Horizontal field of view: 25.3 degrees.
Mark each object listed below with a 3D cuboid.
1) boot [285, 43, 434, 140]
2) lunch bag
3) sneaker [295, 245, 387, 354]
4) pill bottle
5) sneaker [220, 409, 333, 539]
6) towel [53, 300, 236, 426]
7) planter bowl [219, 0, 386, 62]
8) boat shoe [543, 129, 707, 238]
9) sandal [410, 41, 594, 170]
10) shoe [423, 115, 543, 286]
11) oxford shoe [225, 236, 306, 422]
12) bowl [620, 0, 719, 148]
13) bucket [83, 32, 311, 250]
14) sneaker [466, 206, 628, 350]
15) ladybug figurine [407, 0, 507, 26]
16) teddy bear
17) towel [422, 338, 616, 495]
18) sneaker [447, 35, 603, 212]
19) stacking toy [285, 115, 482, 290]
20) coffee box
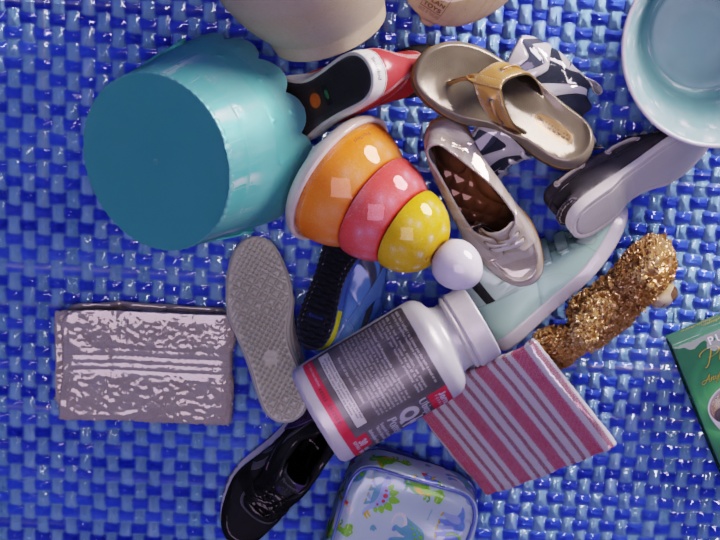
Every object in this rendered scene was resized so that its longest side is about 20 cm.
[{"bbox_3d":[-0.011,-0.180,1.640,0.199,0.144,0.073,-17,90,42],"label":"boot"},{"bbox_3d":[0.040,0.305,1.768,0.160,0.083,0.201,16,105,-4],"label":"lunch bag"},{"bbox_3d":[0.000,0.000,1.702,0.078,0.066,0.201,19,94,-48],"label":"sneaker"},{"bbox_3d":[0.039,0.101,1.645,0.199,0.111,0.111,-31,104,0],"label":"pill bottle"},{"bbox_3d":[-0.091,0.226,1.742,0.075,0.088,0.201,34,103,-9],"label":"sneaker"},{"bbox_3d":[-0.233,0.102,1.736,0.198,0.035,0.134,3,107,-2],"label":"towel"},{"bbox_3d":[-0.049,-0.289,1.556,0.199,0.201,0.135,-18,124,5],"label":"planter bowl"},{"bbox_3d":[0.279,-0.109,1.654,0.199,0.060,0.074,-35,145,-9],"label":"boat shoe"},{"bbox_3d":[0.146,-0.166,1.567,0.199,0.054,0.081,29,76,-6],"label":"sandal"},{"bbox_3d":[0.120,-0.060,1.606,0.070,0.053,0.201,-28,108,17],"label":"shoe"},{"bbox_3d":[-0.099,0.064,1.716,0.075,0.058,0.202,-14,91,2],"label":"oxford shoe"},{"bbox_3d":[0.352,-0.231,1.607,0.199,0.105,0.202,0,105,-1],"label":"bowl"},{"bbox_3d":[-0.166,-0.122,1.582,0.206,0.135,0.209,10,112,28],"label":"bucket"},{"bbox_3d":[0.181,-0.022,1.682,0.118,0.074,0.200,44,100,-8],"label":"sneaker"},{"bbox_3d":[0.111,-0.335,1.594,0.135,0.072,0.201,31,103,-9],"label":"ladybug figurine"},{"bbox_3d":[0.258,0.047,1.667,0.200,0.145,0.067,-39,70,11],"label":"teddy bear"},{"bbox_3d":[0.159,0.156,1.704,0.199,0.030,0.147,-28,106,43],"label":"towel"},{"bbox_3d":[0.179,-0.127,1.648,0.129,0.079,0.200,26,94,2],"label":"sneaker"},{"bbox_3d":[0.037,-0.045,1.580,0.200,0.146,0.147,39,104,21],"label":"stacking toy"},{"bbox_3d":[0.423,0.139,1.742,0.122,0.044,0.201,-24,105,6],"label":"coffee box"}]
